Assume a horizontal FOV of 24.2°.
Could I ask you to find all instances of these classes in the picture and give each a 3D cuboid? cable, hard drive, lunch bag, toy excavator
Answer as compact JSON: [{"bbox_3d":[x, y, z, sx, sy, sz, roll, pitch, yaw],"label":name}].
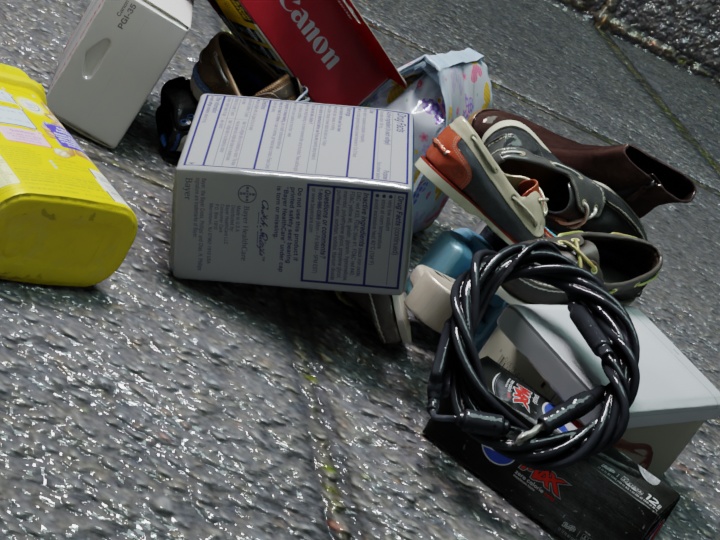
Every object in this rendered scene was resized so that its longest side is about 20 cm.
[{"bbox_3d":[0.144,0.059,1.334,0.162,0.051,0.201,14,55,8],"label":"cable"},{"bbox_3d":[0.218,0.080,1.441,0.199,0.027,0.132,1,40,-50],"label":"hard drive"},{"bbox_3d":[0.049,-0.140,1.744,0.127,0.201,0.170,34,20,11],"label":"lunch bag"},{"bbox_3d":[0.086,0.019,1.515,0.199,0.100,0.195,24,17,-39],"label":"toy excavator"}]

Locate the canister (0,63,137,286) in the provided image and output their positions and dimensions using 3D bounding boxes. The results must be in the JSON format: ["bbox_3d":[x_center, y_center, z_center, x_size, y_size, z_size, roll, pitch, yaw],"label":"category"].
[{"bbox_3d":[-0.277,-0.079,1.300,0.148,0.087,0.200,8,30,-46],"label":"canister"}]

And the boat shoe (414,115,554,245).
[{"bbox_3d":[0.137,-0.062,1.543,0.200,0.063,0.071,38,6,-26],"label":"boat shoe"}]

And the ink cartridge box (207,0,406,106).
[{"bbox_3d":[-0.067,-0.241,1.619,0.200,0.084,0.175,52,-9,-30],"label":"ink cartridge box"}]

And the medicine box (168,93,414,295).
[{"bbox_3d":[-0.054,-0.068,1.451,0.199,0.104,0.182,5,25,0],"label":"medicine box"}]

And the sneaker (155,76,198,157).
[{"bbox_3d":[-0.130,-0.112,1.637,0.111,0.073,0.200,-12,48,-42],"label":"sneaker"}]

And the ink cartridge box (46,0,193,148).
[{"bbox_3d":[-0.230,-0.223,1.627,0.083,0.147,0.200,30,19,-16],"label":"ink cartridge box"}]

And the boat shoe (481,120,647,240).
[{"bbox_3d":[0.196,-0.062,1.613,0.200,0.072,0.068,36,21,-18],"label":"boat shoe"}]

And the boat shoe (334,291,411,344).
[{"bbox_3d":[0.000,0.000,1.539,0.059,0.072,0.201,-15,43,-4],"label":"boat shoe"}]

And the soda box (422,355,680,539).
[{"bbox_3d":[0.153,0.155,1.356,0.200,0.071,0.063,36,22,18],"label":"soda box"}]

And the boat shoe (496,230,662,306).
[{"bbox_3d":[0.192,-0.004,1.497,0.200,0.061,0.072,0,55,-45],"label":"boat shoe"}]

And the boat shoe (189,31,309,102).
[{"bbox_3d":[-0.083,-0.147,1.586,0.200,0.073,0.072,40,49,15],"label":"boat shoe"}]

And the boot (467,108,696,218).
[{"bbox_3d":[0.219,-0.115,1.677,0.199,0.073,0.166,30,-18,-19],"label":"boot"}]

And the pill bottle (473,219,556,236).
[{"bbox_3d":[0.197,0.016,1.703,0.110,0.111,0.200,17,23,-33],"label":"pill bottle"}]

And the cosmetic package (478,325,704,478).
[{"bbox_3d":[0.198,0.115,1.490,0.199,0.087,0.104,13,30,-39],"label":"cosmetic package"}]
